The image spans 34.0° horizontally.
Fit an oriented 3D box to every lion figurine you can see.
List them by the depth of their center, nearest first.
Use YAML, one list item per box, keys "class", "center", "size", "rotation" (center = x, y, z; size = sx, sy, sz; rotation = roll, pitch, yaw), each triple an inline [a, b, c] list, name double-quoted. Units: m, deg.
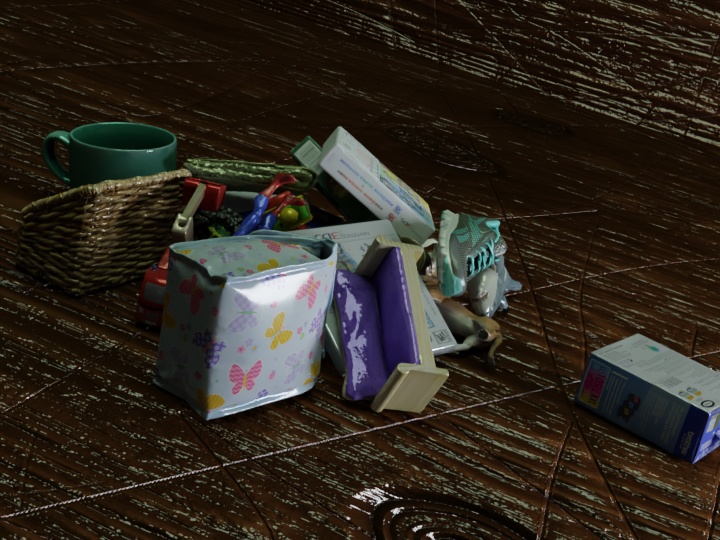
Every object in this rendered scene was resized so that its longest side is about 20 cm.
- class: "lion figurine"
  center: [0.128, 0.063, 1.585]
  size: [0.200, 0.073, 0.122]
  rotation: [41, 21, 24]

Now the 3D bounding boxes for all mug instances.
- class: "mug"
  center: [-0.355, -0.145, 1.717]
  size: [0.152, 0.115, 0.185]
  rotation: [-15, 29, -42]

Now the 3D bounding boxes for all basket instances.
- class: "basket"
  center: [-0.334, -0.075, 1.507]
  size: [0.143, 0.149, 0.200]
  rotation: [25, 24, 26]

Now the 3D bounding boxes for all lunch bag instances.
- class: "lunch bag"
  center: [-0.115, 0.052, 1.290]
  size: [0.200, 0.170, 0.127]
  rotation: [-11, 29, -43]

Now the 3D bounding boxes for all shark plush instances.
- class: "shark plush"
  center: [0.187, 0.031, 1.710]
  size: [0.083, 0.091, 0.200]
  rotation: [64, 10, 9]

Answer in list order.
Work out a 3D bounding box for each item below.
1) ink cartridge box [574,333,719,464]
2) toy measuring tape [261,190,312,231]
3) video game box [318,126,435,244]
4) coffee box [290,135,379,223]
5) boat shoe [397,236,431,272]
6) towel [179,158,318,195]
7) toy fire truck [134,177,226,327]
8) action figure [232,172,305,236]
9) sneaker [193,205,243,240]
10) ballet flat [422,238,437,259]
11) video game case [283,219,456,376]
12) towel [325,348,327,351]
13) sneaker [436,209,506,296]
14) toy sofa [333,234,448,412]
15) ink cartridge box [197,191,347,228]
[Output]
- class: "ink cartridge box"
  center: [0.389, 0.162, 1.462]
  size: [0.200, 0.076, 0.136]
  rotation: [26, 24, 34]
- class: "toy measuring tape"
  center: [-0.107, -0.080, 1.703]
  size: [0.073, 0.074, 0.200]
  rotation: [13, 6, -2]
- class: "video game box"
  center: [0.023, -0.121, 1.679]
  size: [0.182, 0.047, 0.200]
  rotation: [39, 11, -8]
- class: "coffee box"
  center: [-0.018, -0.106, 1.780]
  size: [0.200, 0.044, 0.123]
  rotation: [47, -3, 20]
- class: "boat shoe"
  center: [0.000, -0.001, 1.603]
  size: [0.201, 0.072, 0.066]
  rotation: [-9, -17, 23]
- class: "towel"
  center: [-0.169, -0.134, 1.730]
  size: [0.200, 0.037, 0.148]
  rotation: [3, -2, -11]
- class: "toy fire truck"
  center: [-0.221, -0.026, 1.459]
  size: [0.049, 0.141, 0.200]
  rotation: [14, 21, 2]
- class: "action figure"
  center: [-0.125, -0.036, 1.478]
  size: [0.099, 0.065, 0.200]
  rotation: [16, 53, 38]
- class: "sneaker"
  center: [-0.134, -0.007, 1.563]
  size: [0.200, 0.085, 0.078]
  rotation: [39, 72, 19]
- class: "ballet flat"
  center: [0.119, -0.014, 1.764]
  size: [0.200, 0.070, 0.069]
  rotation: [1, 24, -32]
- class: "video game case"
  center: [0.007, 0.028, 1.467]
  size: [0.182, 0.024, 0.200]
  rotation: [-9, 61, -39]
- class: "towel"
  center: [-0.053, 0.056, 1.462]
  size: [0.200, 0.049, 0.112]
  rotation: [0, 42, -34]
- class: "sneaker"
  center: [0.149, -0.028, 1.575]
  size: [0.091, 0.078, 0.200]
  rotation: [0, 28, 8]
- class: "toy sofa"
  center: [0.029, 0.060, 1.369]
  size: [0.097, 0.083, 0.200]
  rotation: [10, 48, -22]
- class: "ink cartridge box"
  center: [-0.155, -0.080, 1.790]
  size: [0.198, 0.047, 0.200]
  rotation: [28, 27, 28]
